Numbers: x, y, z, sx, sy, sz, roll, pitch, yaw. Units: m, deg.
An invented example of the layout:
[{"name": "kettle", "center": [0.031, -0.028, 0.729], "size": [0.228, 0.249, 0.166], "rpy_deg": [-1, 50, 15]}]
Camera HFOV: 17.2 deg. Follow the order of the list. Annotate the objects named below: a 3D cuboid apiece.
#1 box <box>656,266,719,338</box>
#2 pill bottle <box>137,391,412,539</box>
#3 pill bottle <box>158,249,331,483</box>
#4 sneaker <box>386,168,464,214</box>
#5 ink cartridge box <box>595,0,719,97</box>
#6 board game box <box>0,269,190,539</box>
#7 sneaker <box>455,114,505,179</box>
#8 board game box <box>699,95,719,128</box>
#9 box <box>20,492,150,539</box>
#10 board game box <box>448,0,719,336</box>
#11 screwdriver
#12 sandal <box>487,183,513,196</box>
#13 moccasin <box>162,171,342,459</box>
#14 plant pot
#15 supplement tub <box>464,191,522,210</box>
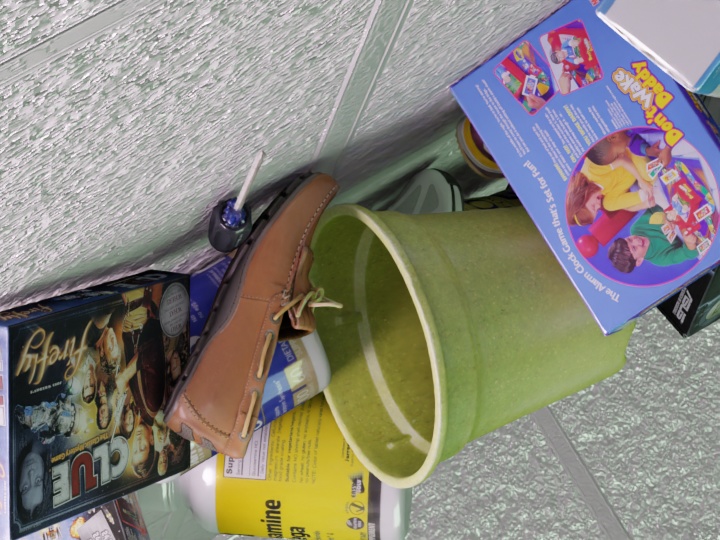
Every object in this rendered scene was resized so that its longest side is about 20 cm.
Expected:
[{"name": "box", "center": [0.269, -0.072, 1.952], "size": [0.086, 0.164, 0.200], "rpy_deg": [-27, 154, -26]}, {"name": "pill bottle", "center": [-0.061, 0.143, 1.775], "size": [0.199, 0.113, 0.112], "rpy_deg": [4, 174, 5]}, {"name": "pill bottle", "center": [-0.133, 0.079, 1.683], "size": [0.199, 0.120, 0.120], "rpy_deg": [-31, 172, -12]}, {"name": "sneaker", "center": [0.000, 0.000, 1.803], "size": [0.115, 0.076, 0.201], "rpy_deg": [30, 81, -40]}, {"name": "ink cartridge box", "center": [0.241, -0.188, 1.495], "size": [0.145, 0.084, 0.200], "rpy_deg": [-54, 166, 13]}, {"name": "board game box", "center": [-0.176, 0.082, 1.520], "size": [0.034, 0.136, 0.200], "rpy_deg": [7, -167, 28]}, {"name": "sneaker", "center": [0.166, -0.126, 1.741], "size": [0.200, 0.075, 0.090], "rpy_deg": [-28, 176, -34]}, {"name": "board game box", "center": [0.284, -0.158, 1.708], "size": [0.199, 0.043, 0.201], "rpy_deg": [-47, -157, 57]}, {"name": "box", "center": [-0.226, 0.190, 1.738], "size": [0.137, 0.201, 0.040], "rpy_deg": [-34, 143, 16]}, {"name": "board game box", "center": [0.170, -0.077, 1.602], "size": [0.134, 0.200, 0.045], "rpy_deg": [-34, 172, 19]}, {"name": "screwdriver", "center": [-0.078, -0.045, 1.488], "size": [0.029, 0.028, 0.200], "rpy_deg": [-1, 166, -6]}, {"name": "sandal", "center": [0.144, -0.071, 2.082], "size": [0.199, 0.054, 0.080], "rpy_deg": [-16, 163, -9]}, {"name": "moccasin", "center": [-0.058, 0.027, 1.580], "size": [0.202, 0.077, 0.074], "rpy_deg": [-67, -173, -23]}, {"name": "plant pot", "center": [0.085, 0.033, 1.681], "size": [0.183, 0.201, 0.200], "rpy_deg": [-14, 165, -24]}, {"name": "supplement tub", "center": [0.102, 0.012, 1.960], "size": [0.199, 0.146, 0.145], "rpy_deg": [-10, 158, -43]}]
